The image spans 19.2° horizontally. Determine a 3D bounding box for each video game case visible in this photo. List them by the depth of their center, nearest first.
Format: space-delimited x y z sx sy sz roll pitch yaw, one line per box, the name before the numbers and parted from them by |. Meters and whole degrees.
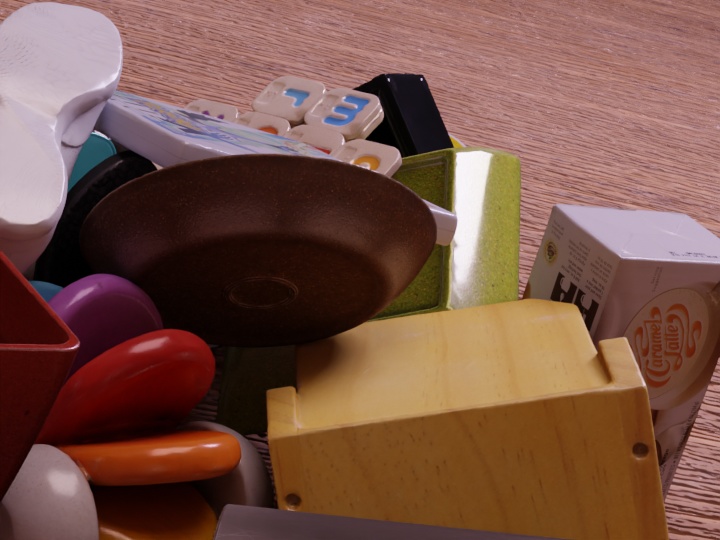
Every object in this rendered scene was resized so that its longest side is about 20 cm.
video game case | -0.066 -0.066 1.249 0.182 0.022 0.200 14 7 -31

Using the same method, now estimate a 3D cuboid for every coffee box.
coffee box | 0.152 0.066 1.339 0.114 0.200 0.080 4 24 -34

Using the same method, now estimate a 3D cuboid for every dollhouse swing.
dollhouse swing | 0.056 0.118 1.190 0.199 0.182 0.176 -9 2 -1

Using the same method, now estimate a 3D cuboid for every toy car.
toy car | -0.144 0.079 1.146 0.175 0.150 0.200 -6 30 -46

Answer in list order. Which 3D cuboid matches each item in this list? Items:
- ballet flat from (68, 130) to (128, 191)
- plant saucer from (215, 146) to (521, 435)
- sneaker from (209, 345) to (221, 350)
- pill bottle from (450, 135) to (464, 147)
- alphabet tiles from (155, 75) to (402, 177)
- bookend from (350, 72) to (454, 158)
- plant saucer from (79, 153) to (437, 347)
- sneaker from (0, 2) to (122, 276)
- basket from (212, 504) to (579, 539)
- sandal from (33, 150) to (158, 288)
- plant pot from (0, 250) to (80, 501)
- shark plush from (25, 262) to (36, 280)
ballet flat | -0.190 -0.076 1.644 0.199 0.073 0.073 0 26 -25
plant saucer | 0.000 0.000 1.358 0.199 0.048 0.200 -11 46 16
sneaker | -0.129 0.019 1.404 0.080 0.087 0.200 17 21 4
pill bottle | 0.034 -0.055 1.651 0.111 0.112 0.200 23 14 15
alphabet tiles | -0.076 -0.056 1.398 0.195 0.015 0.200 16 52 38
bookend | -0.015 -0.009 1.507 0.200 0.199 0.092 -23 -3 20
plant saucer | -0.056 -0.002 1.185 0.200 0.200 0.037 8 62 -23
sneaker | -0.187 -0.067 1.187 0.075 0.089 0.200 18 45 -6
basket | 0.019 0.188 1.026 0.199 0.136 0.181 13 41 2
sandal | -0.162 0.005 1.254 0.075 0.200 0.045 -11 49 -28
plant pot | -0.279 0.068 1.029 0.199 0.177 0.200 2 24 -35
shark plush | -0.214 -0.003 1.358 0.091 0.083 0.200 34 -7 -20
